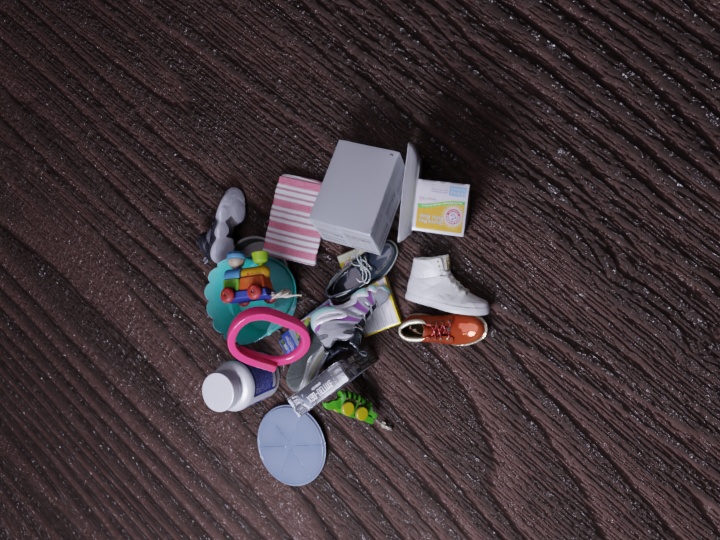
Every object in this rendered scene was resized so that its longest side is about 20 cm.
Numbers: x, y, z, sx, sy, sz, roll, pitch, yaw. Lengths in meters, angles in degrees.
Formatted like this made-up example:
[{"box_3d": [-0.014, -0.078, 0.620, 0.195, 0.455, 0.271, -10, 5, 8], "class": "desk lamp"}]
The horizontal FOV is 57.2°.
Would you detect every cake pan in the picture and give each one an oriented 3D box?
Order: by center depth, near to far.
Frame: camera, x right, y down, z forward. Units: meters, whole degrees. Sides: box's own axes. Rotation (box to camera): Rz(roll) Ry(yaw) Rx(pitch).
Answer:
[{"box_3d": [-0.259, 0.015, 1.670, 0.195, 0.037, 0.206, 1, 93, 23], "class": "cake pan"}]

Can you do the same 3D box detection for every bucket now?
[{"box_3d": [-0.255, 0.064, 1.578, 0.202, 0.134, 0.213, 2, 94, 22], "class": "bucket"}]

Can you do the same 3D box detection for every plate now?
[{"box_3d": [0.109, -0.165, 1.424, 0.031, 0.200, 0.206, 7, 96, 6], "class": "plate"}]

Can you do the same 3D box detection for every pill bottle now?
[{"box_3d": [-0.292, 0.275, 1.612, 0.117, 0.199, 0.123, 1, 93, 22], "class": "pill bottle"}]

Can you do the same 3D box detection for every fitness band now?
[{"box_3d": [-0.206, 0.154, 1.488, 0.145, 0.197, 0.038, -53, 35, 19], "class": "fitness band"}]

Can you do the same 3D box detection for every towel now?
[{"box_3d": [-0.151, -0.123, 1.606, 0.143, 0.030, 0.205, 14, 91, 16], "class": "towel"}]

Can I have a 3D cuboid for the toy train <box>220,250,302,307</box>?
[{"box_3d": [-0.213, 0.010, 1.448, 0.195, 0.084, 0.119, -8, 78, 22], "class": "toy train"}]

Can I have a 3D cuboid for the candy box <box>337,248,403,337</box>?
[{"box_3d": [0.022, 0.044, 1.559, 0.100, 0.026, 0.205, -21, 85, 23], "class": "candy box"}]

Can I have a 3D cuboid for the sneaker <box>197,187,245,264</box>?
[{"box_3d": [-0.361, -0.112, 1.683, 0.112, 0.075, 0.205, -6, 68, 47], "class": "sneaker"}]

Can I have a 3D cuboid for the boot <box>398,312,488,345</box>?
[{"box_3d": [0.180, 0.133, 1.456, 0.195, 0.107, 0.077, -2, 91, 21], "class": "boot"}]

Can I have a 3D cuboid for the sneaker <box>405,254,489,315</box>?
[{"box_3d": [0.197, 0.026, 1.460, 0.196, 0.073, 0.119, 13, 101, 23], "class": "sneaker"}]

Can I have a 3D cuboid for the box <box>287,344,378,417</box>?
[{"box_3d": [-0.059, 0.249, 1.512, 0.157, 0.199, 0.050, -39, 81, 20], "class": "box"}]

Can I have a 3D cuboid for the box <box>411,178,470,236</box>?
[{"box_3d": [0.172, -0.131, 1.383, 0.109, 0.200, 0.104, 8, 96, 10], "class": "box"}]

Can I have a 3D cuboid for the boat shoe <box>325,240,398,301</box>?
[{"box_3d": [0.000, 0.000, 1.519, 0.198, 0.062, 0.076, -33, 77, 17], "class": "boat shoe"}]

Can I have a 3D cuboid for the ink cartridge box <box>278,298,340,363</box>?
[{"box_3d": [-0.111, 0.172, 1.618, 0.199, 0.042, 0.121, -37, 79, 22], "class": "ink cartridge box"}]

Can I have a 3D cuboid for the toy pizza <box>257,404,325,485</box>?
[{"box_3d": [-0.171, 0.438, 1.662, 0.195, 0.032, 0.206, 2, 95, 23], "class": "toy pizza"}]

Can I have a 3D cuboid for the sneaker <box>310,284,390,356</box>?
[{"box_3d": [-0.003, 0.126, 1.476, 0.196, 0.078, 0.142, -26, 57, -3], "class": "sneaker"}]

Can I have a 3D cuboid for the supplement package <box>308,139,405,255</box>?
[{"box_3d": [-0.002, -0.164, 1.474, 0.152, 0.111, 0.204, 15, 74, 20], "class": "supplement package"}]

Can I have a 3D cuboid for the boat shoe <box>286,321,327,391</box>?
[{"box_3d": [-0.107, 0.194, 1.569, 0.074, 0.064, 0.206, 29, 98, 36], "class": "boat shoe"}]

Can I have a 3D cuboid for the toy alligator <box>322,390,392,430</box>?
[{"box_3d": [0.001, 0.318, 1.529, 0.059, 0.197, 0.056, -3, 65, 60], "class": "toy alligator"}]
